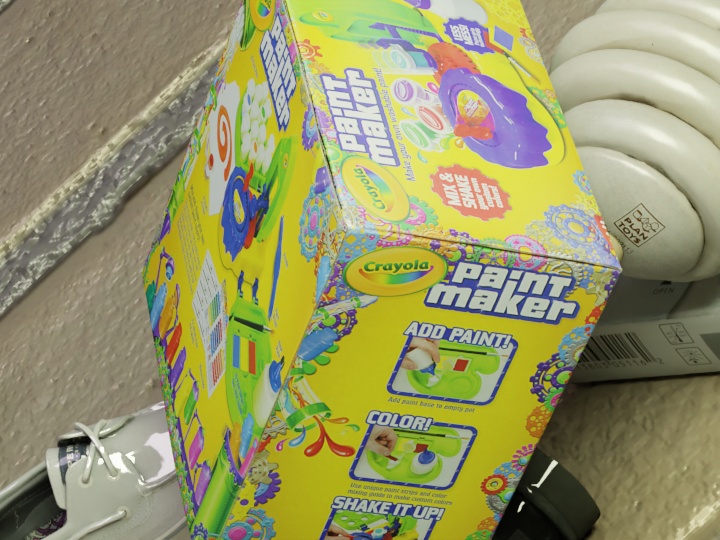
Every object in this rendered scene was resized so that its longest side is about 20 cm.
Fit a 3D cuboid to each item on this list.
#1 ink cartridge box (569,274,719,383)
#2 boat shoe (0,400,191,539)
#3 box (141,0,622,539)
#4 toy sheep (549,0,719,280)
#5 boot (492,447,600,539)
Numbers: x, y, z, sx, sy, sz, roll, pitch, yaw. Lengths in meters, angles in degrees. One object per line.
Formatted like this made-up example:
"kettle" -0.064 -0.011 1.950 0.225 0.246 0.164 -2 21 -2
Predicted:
"ink cartridge box" 0.179 -0.042 1.377 0.160 0.047 0.201 -8 48 43
"boat shoe" -0.127 0.106 1.412 0.199 0.068 0.072 -32 42 24
"box" 0.000 0.000 1.242 0.201 0.121 0.193 -105 30 -48
"toy sheep" 0.135 -0.059 1.274 0.137 0.138 0.201 -5 46 45
"boot" -0.004 0.131 1.345 0.158 0.079 0.211 -51 33 -13
